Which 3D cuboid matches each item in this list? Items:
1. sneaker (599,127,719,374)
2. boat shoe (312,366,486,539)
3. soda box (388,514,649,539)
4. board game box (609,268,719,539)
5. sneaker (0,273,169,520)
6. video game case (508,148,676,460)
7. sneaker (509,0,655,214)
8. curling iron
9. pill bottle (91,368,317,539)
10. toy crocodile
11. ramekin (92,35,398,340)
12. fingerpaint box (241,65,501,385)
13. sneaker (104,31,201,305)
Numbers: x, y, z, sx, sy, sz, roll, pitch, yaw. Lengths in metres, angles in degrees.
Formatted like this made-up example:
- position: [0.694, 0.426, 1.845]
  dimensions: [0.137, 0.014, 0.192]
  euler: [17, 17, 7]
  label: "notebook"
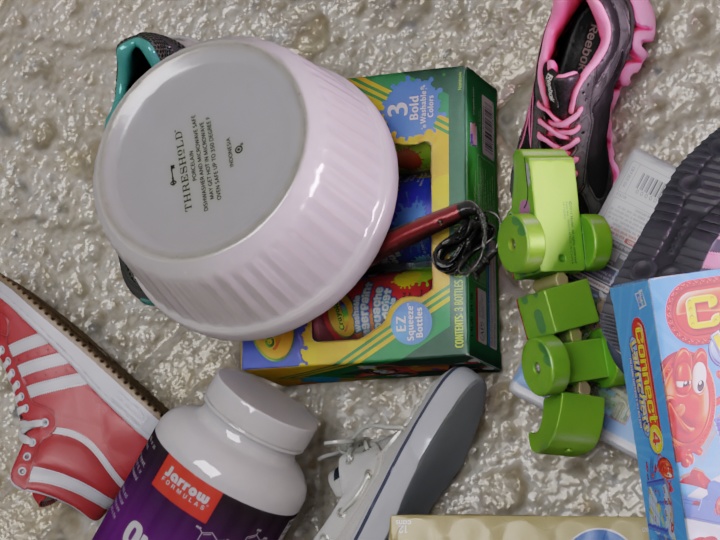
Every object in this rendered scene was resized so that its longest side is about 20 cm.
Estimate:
- position: [0.219, -0.010, 1.603]
  dimensions: [0.070, 0.082, 0.200]
  euler: [26, 68, 32]
  label: "sneaker"
- position: [0.005, 0.141, 1.688]
  dimensions: [0.086, 0.075, 0.202]
  euler: [33, 102, 24]
  label: "boat shoe"
- position: [0.118, 0.192, 1.604]
  dimensions: [0.199, 0.064, 0.068]
  euler: [0, 79, 4]
  label: "soda box"
- position: [0.265, 0.090, 1.520]
  dimensions: [0.200, 0.056, 0.196]
  euler: [-8, 88, -18]
  label: "board game box"
- position: [-0.230, 0.092, 1.790]
  dimensions: [0.200, 0.071, 0.113]
  euler: [40, 92, 22]
  label: "sneaker"
- position: [0.223, 0.043, 1.634]
  dimensions: [0.200, 0.023, 0.183]
  euler: [28, 90, 18]
  label: "video game case"
- position: [0.135, -0.103, 1.667]
  dimensions: [0.079, 0.095, 0.200]
  euler: [11, 89, 21]
  label: "sneaker"
- position: [0.000, 0.000, 1.660]
  dimensions: [0.200, 0.026, 0.050]
  euler: [-16, 73, 19]
  label: "curling iron"
- position: [-0.111, 0.170, 1.690]
  dimensions: [0.112, 0.112, 0.200]
  euler: [35, 102, 24]
  label: "pill bottle"
- position: [0.125, 0.020, 1.620]
  dimensions: [0.062, 0.067, 0.200]
  euler: [-17, 82, 60]
  label: "toy crocodile"
- position: [-0.083, -0.062, 1.655]
  dimensions: [0.202, 0.094, 0.203]
  euler: [-10, 65, 22]
  label: "ramekin"
- position: [0.006, -0.029, 1.717]
  dimensions: [0.166, 0.073, 0.201]
  euler: [-4, 78, 21]
  label: "fingerpaint box"
- position: [-0.152, -0.077, 1.782]
  dimensions: [0.077, 0.091, 0.201]
  euler: [-5, 78, 22]
  label: "sneaker"
